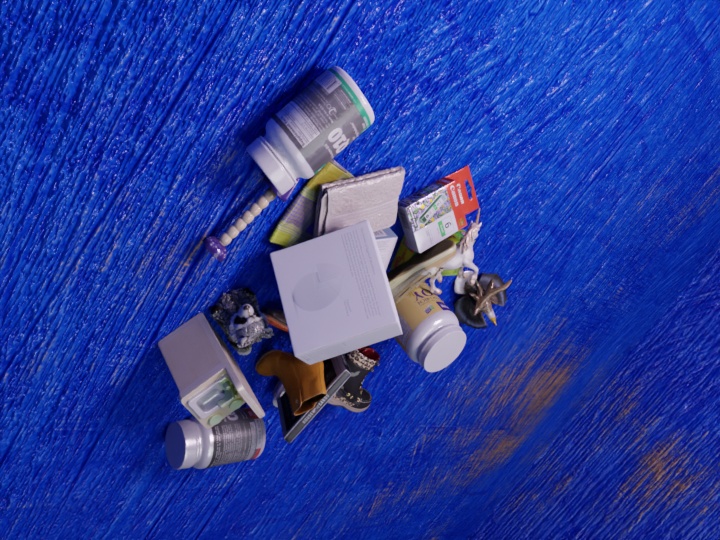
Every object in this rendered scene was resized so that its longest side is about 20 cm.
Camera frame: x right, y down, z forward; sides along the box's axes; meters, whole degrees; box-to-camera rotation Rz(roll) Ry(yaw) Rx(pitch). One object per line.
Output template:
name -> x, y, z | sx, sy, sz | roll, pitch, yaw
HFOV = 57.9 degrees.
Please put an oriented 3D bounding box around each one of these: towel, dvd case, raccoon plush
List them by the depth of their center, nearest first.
towel -> -0.077, -0.112, 1.249 | 0.201, 0.023, 0.143 | -49, 143, 8
towel -> 0.000, -0.125, 1.260 | 0.196, 0.035, 0.135 | -19, 139, -29
raccoon plush -> -0.209, 0.127, 1.267 | 0.096, 0.134, 0.202 | -34, 142, -11
dvd case -> -0.105, 0.257, 1.415 | 0.025, 0.151, 0.200 | 39, 97, -23

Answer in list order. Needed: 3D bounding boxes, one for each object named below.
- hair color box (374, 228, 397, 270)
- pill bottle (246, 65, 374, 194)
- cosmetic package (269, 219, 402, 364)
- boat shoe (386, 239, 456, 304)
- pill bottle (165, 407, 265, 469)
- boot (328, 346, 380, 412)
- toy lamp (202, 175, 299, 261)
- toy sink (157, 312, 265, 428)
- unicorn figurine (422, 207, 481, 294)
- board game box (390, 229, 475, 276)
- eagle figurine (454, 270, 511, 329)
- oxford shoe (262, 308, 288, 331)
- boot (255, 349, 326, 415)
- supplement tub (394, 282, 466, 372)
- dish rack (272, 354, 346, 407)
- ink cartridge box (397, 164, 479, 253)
hair color box -> 0.000, 0.000, 1.396 | 0.097, 0.061, 0.203 | -9, 131, -36
pill bottle -> -0.083, -0.225, 1.059 | 0.199, 0.113, 0.113 | -41, 143, -1
cosmetic package -> -0.042, 0.044, 1.221 | 0.195, 0.204, 0.123 | -18, 163, 5
boat shoe -> 0.132, 0.004, 1.413 | 0.198, 0.074, 0.063 | -33, 108, 22
pill bottle -> -0.316, 0.368, 1.424 | 0.197, 0.114, 0.115 | 3, 125, -43
boot -> -0.005, 0.258, 1.569 | 0.198, 0.073, 0.152 | 26, 107, -46
toy lamp -> -0.188, -0.104, 1.131 | 0.199, 0.058, 0.058 | -42, 143, 3
toy sink -> -0.284, 0.209, 1.227 | 0.111, 0.201, 0.131 | -34, 143, -9
unicorn figurine -> 0.214, -0.027, 1.467 | 0.197, 0.074, 0.140 | -26, 129, -12
board game box -> 0.170, -0.038, 1.523 | 0.196, 0.048, 0.103 | -5, 129, -39
eagle figurine -> 0.325, 0.082, 1.742 | 0.147, 0.156, 0.200 | 1, 177, 9
oxford shoe -> -0.128, 0.098, 1.388 | 0.198, 0.070, 0.075 | 20, 85, -47
boot -> -0.151, 0.235, 1.372 | 0.070, 0.147, 0.199 | 17, 142, -42
supplement tub -> 0.141, 0.122, 1.524 | 0.143, 0.201, 0.148 | -24, 140, -22
dish rack -> -0.113, 0.247, 1.549 | 0.197, 0.044, 0.174 | 11, 117, -47
ink cartridge box -> 0.180, -0.135, 1.402 | 0.197, 0.050, 0.111 | -29, 115, -17
